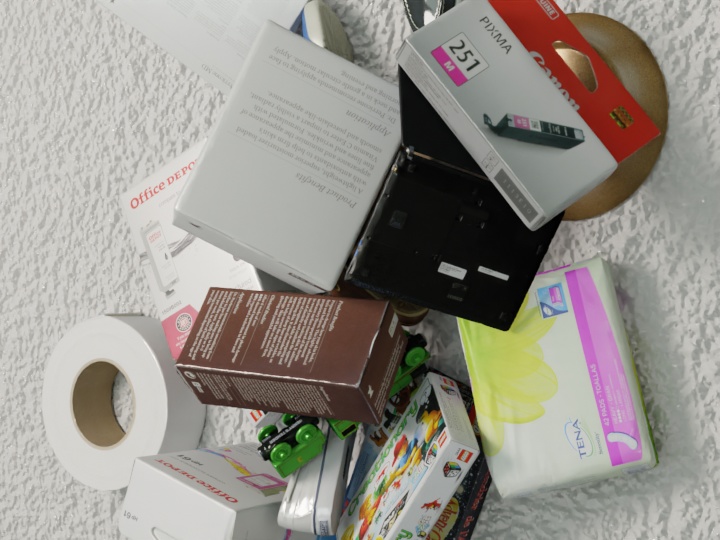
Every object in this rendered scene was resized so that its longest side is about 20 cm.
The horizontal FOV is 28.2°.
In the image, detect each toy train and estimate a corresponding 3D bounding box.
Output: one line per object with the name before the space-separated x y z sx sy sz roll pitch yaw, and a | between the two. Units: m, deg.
toy train | -0.013 0.131 1.400 0.200 0.056 0.042 -35 47 -8

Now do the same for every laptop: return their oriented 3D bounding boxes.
laptop | 0.085 -0.072 1.296 0.201 0.177 0.103 -66 25 14

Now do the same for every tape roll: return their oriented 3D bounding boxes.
tape roll | -0.277 0.152 1.665 0.202 0.071 0.203 0 90 35

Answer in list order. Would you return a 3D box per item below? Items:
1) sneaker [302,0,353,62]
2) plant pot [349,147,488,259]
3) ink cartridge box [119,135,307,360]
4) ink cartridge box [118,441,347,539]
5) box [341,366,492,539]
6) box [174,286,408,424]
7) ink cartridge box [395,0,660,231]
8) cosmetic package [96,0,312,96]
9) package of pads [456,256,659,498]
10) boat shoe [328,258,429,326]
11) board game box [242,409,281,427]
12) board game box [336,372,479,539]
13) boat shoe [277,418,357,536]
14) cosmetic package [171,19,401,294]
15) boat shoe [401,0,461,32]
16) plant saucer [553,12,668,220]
sneaker | -0.060 -0.178 1.514 0.111 0.077 0.201 -14 88 24
plant pot | 0.067 -0.087 1.393 0.092 0.201 0.201 24 107 -8
ink cartridge box | -0.159 -0.023 1.537 0.146 0.083 0.201 -30 73 30
ink cartridge box | -0.129 0.248 1.486 0.144 0.200 0.085 21 101 32
box | 0.063 0.205 1.453 0.136 0.038 0.201 25 104 32
box | -0.065 0.079 1.377 0.199 0.075 0.100 4 54 27
ink cartridge box | 0.157 -0.161 1.268 0.200 0.173 0.044 52 157 6
cosmetic package | -0.165 -0.299 1.550 0.200 0.052 0.151 36 107 0
package of pads | 0.178 0.103 1.338 0.154 0.068 0.201 -16 80 16
boat shoe | -0.001 0.000 1.485 0.200 0.072 0.068 38 140 33
board game box | -0.122 0.056 1.581 0.126 0.035 0.200 -47 65 24
board game box | 0.041 0.212 1.372 0.200 0.035 0.126 -60 17 18
boat shoe | -0.043 0.173 1.450 0.065 0.074 0.201 3 47 10
cosmetic package | -0.066 -0.102 1.370 0.164 0.165 0.201 27 84 -6
boat shoe | 0.055 -0.330 1.447 0.075 0.060 0.201 -11 84 33
plant saucer | 0.194 -0.148 1.368 0.199 0.035 0.201 0 89 34
